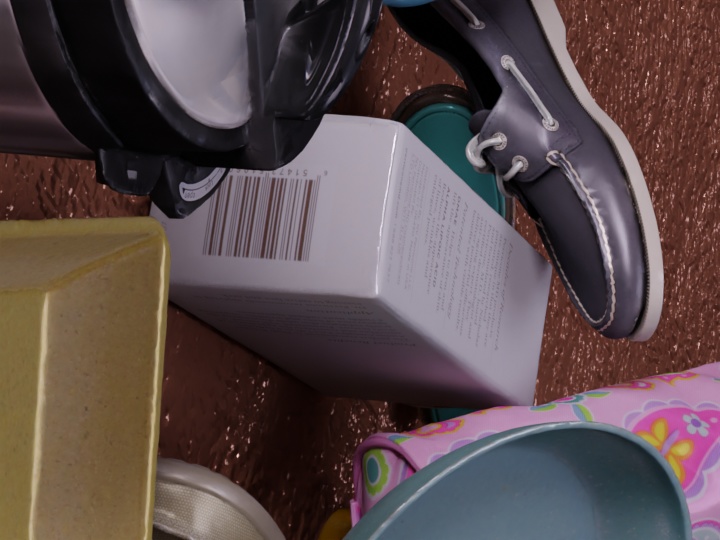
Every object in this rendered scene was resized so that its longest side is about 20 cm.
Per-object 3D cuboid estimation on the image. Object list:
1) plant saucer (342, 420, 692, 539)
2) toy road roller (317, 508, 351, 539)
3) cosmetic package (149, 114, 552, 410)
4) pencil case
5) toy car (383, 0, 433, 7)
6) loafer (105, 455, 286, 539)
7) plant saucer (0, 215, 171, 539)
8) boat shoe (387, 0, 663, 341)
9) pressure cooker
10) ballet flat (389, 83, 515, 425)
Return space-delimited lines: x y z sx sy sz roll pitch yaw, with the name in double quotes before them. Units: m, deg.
"plant saucer" 0.041 0.138 1.053 0.199 0.036 0.201 -22 128 -30
"toy road roller" 0.050 0.192 1.256 0.200 0.123 0.147 23 86 -67
"cosmetic package" 0.000 0.000 1.110 0.200 0.101 0.074 36 61 -66
"pencil case" 0.094 0.091 1.151 0.199 0.087 0.088 -11 109 -30
"toy car" 0.089 -0.197 1.090 0.184 0.199 0.178 -73 162 -72
"loafer" -0.062 0.152 1.029 0.068 0.075 0.201 -69 154 -46
"plant saucer" -0.131 0.081 0.883 0.200 0.048 0.201 -4 99 -68
"boat shoe" 0.065 -0.053 1.153 0.073 0.062 0.201 115 -41 -55
"pressure cooker" -0.086 -0.114 0.749 0.176 0.199 0.179 45 53 -61
"ballet flat" 0.040 -0.010 1.269 0.067 0.068 0.201 -86 173 -56
